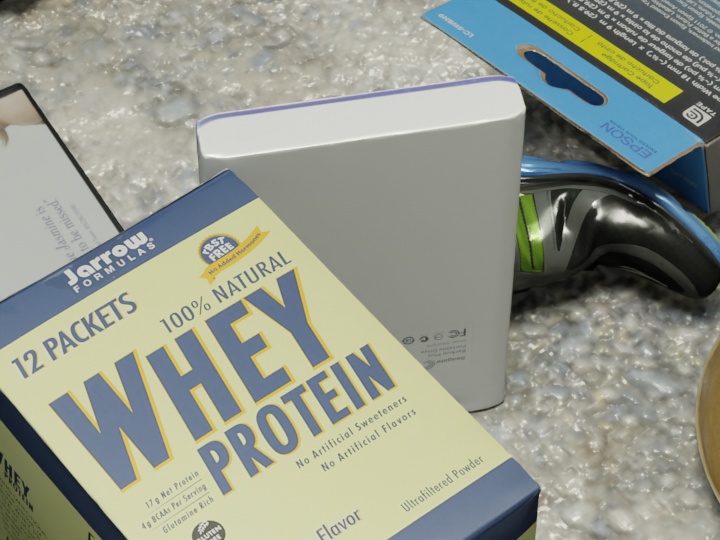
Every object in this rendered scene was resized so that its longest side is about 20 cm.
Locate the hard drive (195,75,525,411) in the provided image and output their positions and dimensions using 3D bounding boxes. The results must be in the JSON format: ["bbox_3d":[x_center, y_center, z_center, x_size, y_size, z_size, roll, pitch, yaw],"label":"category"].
[{"bbox_3d":[0.000,0.000,1.164,0.132,0.200,0.025,-8,52,-7],"label":"hard drive"}]

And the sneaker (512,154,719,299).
[{"bbox_3d":[0.072,-0.012,1.269,0.199,0.071,0.083,11,75,5],"label":"sneaker"}]

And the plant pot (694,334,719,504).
[{"bbox_3d":[0.248,0.079,1.214,0.199,0.028,0.200,0,51,0],"label":"plant pot"}]

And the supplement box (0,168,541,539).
[{"bbox_3d":[-0.045,0.110,1.078,0.134,0.200,0.200,-32,58,-22],"label":"supplement box"}]

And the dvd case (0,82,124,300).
[{"bbox_3d":[-0.217,-0.003,1.282,0.200,0.018,0.143,-25,57,-18],"label":"dvd case"}]

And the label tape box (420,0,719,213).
[{"bbox_3d":[0.139,-0.100,1.307,0.144,0.063,0.200,37,48,26],"label":"label tape box"}]
